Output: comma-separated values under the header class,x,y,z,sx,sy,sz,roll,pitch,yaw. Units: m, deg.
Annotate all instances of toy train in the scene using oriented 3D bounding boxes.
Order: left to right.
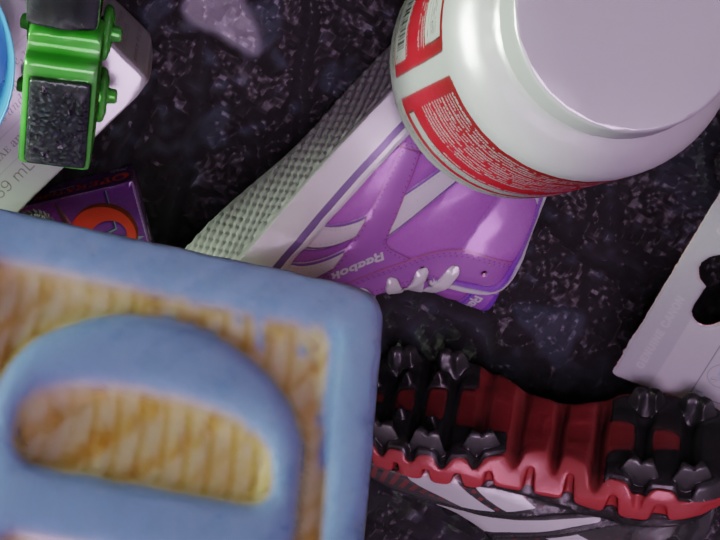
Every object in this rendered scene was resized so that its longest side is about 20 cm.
class,x,y,z,sx,sy,sz,roll,pitch,yaw
toy train,-0.109,-0.126,0.958,0.041,0.057,0.201,7,128,-3

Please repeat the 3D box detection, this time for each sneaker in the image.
class,x,y,z,sx,sy,sz,roll,pitch,yaw
sneaker,0.000,0.000,1.095,0.200,0.073,0.114,-43,111,3
sneaker,0.069,0.094,1.138,0.199,0.071,0.098,10,132,8

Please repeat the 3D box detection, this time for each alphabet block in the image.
class,x,y,z,sx,sy,sz,roll,pitch,yaw
alphabet block,-0.108,0.120,1.009,0.194,0.197,0.200,14,143,-8

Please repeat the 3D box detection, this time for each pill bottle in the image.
class,x,y,z,sx,sy,sz,roll,pitch,yaw
pill bottle,0.079,-0.087,0.963,0.111,0.200,0.113,0,89,-8

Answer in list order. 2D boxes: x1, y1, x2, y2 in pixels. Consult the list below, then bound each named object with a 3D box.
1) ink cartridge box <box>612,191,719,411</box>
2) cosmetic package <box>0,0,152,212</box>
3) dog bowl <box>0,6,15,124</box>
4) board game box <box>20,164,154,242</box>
class,x,y,z,sx,sy,sz,roll,pitch,yaw
ink cartridge box,0.232,0.014,1.106,0.199,0.050,0.163,20,133,-6
cosmetic package,-0.189,-0.123,1.048,0.102,0.074,0.200,-43,108,12
dog bowl,-0.212,-0.125,0.983,0.111,0.050,0.201,-29,108,7
board game box,-0.134,0.061,1.143,0.119,0.032,0.201,-15,110,-2
